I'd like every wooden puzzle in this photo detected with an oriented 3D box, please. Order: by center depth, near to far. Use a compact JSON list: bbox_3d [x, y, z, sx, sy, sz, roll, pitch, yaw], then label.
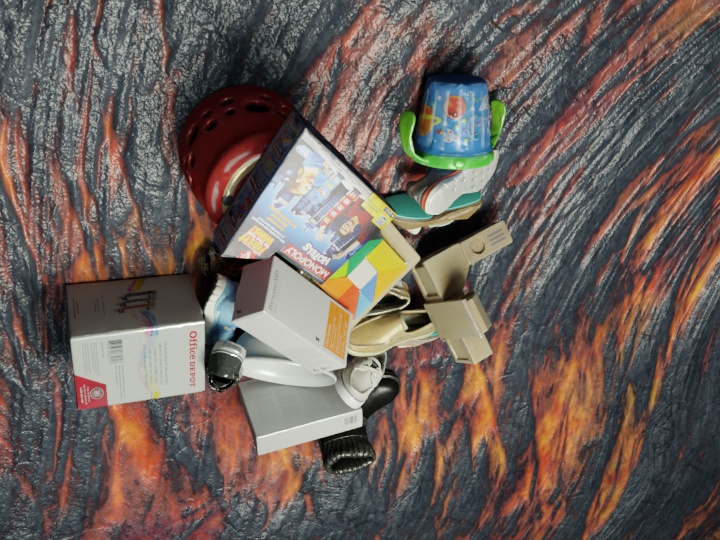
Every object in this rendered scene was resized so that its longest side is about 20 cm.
[{"bbox_3d":[0.000,0.000,1.259,0.185,0.037,0.200,-45,137,-1],"label":"wooden puzzle"}]

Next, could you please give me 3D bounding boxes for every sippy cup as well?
[{"bbox_3d":[0.150,-0.242,1.205,0.139,0.178,0.131,10,115,18],"label":"sippy cup"}]

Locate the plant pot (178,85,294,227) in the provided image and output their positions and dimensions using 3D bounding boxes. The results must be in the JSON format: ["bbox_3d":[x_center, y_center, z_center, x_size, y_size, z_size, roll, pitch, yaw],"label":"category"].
[{"bbox_3d":[-0.152,-0.142,1.099,0.199,0.183,0.201,-12,129,-15],"label":"plant pot"}]

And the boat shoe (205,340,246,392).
[{"bbox_3d":[-0.228,0.166,1.233,0.068,0.057,0.200,18,156,-6],"label":"boat shoe"}]

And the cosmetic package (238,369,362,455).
[{"bbox_3d":[-0.114,0.249,1.409,0.199,0.151,0.052,-12,129,-16],"label":"cosmetic package"}]

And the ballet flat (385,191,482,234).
[{"bbox_3d":[0.120,-0.101,1.334,0.199,0.068,0.072,-13,147,-20],"label":"ballet flat"}]

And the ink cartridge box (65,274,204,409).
[{"bbox_3d":[-0.356,0.109,1.204,0.199,0.145,0.146,-5,124,-21],"label":"ink cartridge box"}]

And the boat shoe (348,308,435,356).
[{"bbox_3d":[0.060,0.101,1.383,0.199,0.072,0.076,-16,164,-27],"label":"boat shoe"}]

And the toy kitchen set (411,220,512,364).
[{"bbox_3d":[0.225,0.037,1.332,0.180,0.163,0.201,-28,94,-18],"label":"toy kitchen set"}]

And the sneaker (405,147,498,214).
[{"bbox_3d":[0.157,-0.171,1.289,0.200,0.082,0.077,-31,143,-33],"label":"sneaker"}]

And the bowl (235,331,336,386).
[{"bbox_3d":[-0.135,0.140,1.336,0.200,0.091,0.201,7,160,3],"label":"bowl"}]

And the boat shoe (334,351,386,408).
[{"bbox_3d":[0.009,0.191,1.407,0.066,0.200,0.072,-43,87,18],"label":"boat shoe"}]

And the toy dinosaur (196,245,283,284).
[{"bbox_3d":[-0.173,0.007,1.268,0.136,0.103,0.200,-35,149,28],"label":"toy dinosaur"}]

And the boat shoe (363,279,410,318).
[{"bbox_3d":[-0.005,0.046,1.368,0.199,0.068,0.075,-9,126,-18],"label":"boat shoe"}]

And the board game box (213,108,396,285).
[{"bbox_3d":[-0.088,-0.076,1.016,0.200,0.062,0.200,-41,130,11],"label":"board game box"}]

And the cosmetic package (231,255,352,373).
[{"bbox_3d":[-0.102,0.074,1.185,0.071,0.102,0.200,-17,141,34],"label":"cosmetic package"}]

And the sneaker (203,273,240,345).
[{"bbox_3d":[-0.210,0.080,1.242,0.090,0.079,0.200,18,154,-4],"label":"sneaker"}]

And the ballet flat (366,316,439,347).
[{"bbox_3d":[0.064,0.120,1.465,0.199,0.068,0.067,4,141,-20],"label":"ballet flat"}]

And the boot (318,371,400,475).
[{"bbox_3d":[0.006,0.303,1.495,0.210,0.158,0.080,-26,130,-5],"label":"boot"}]
